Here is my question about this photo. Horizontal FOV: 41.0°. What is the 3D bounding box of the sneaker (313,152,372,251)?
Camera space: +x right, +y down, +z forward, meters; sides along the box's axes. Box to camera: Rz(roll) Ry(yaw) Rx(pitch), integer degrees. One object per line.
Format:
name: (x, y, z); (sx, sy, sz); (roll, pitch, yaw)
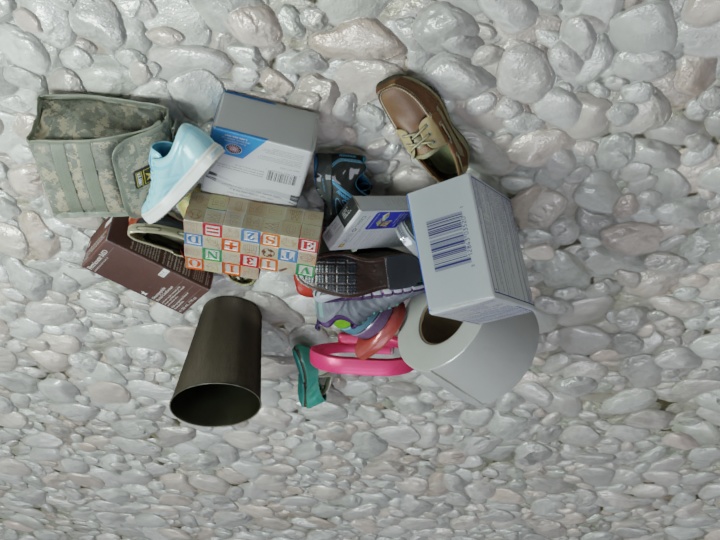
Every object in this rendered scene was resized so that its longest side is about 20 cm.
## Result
sneaker: (-0.020, -0.101, 1.488); (0.081, 0.073, 0.200); (-5, 143, 4)

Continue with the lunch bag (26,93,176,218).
lunch bag: (-0.364, -0.164, 1.413); (0.199, 0.118, 0.164); (-1, 142, -2)

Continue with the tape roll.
tape roll: (0.181, 0.106, 1.624); (0.202, 0.203, 0.139); (-29, 132, 35)

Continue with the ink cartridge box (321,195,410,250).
ink cartridge box: (0.042, -0.075, 1.495); (0.199, 0.037, 0.095); (-2, 144, -42)

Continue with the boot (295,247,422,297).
boot: (0.000, 0.000, 1.531); (0.199, 0.097, 0.075); (0, 98, 3)

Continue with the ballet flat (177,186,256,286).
ballet flat: (-0.224, -0.051, 1.551); (0.070, 0.071, 0.200); (-16, 126, 25)

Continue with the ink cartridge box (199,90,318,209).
ink cartridge box: (-0.155, -0.152, 1.426); (0.146, 0.086, 0.200); (13, 142, -8)

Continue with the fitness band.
fitness band: (0.007, 0.154, 1.755); (0.199, 0.144, 0.038); (2, 106, 3)

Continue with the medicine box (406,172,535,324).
medicine box: (0.166, -0.025, 1.418); (0.103, 0.183, 0.200); (-16, 165, 23)

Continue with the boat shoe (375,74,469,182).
boat shoe: (0.094, -0.192, 1.357); (0.075, 0.074, 0.200); (-23, 134, 30)

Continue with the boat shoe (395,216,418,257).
boat shoe: (0.123, -0.039, 1.530); (0.057, 0.069, 0.200); (-37, 151, 13)

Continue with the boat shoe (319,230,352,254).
boat shoe: (-0.110, -0.048, 1.563); (0.199, 0.075, 0.066); (22, 141, -19)

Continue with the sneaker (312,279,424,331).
sneaker: (0.016, 0.048, 1.584); (0.199, 0.074, 0.088); (-5, 118, -15)

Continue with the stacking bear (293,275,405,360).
stacking bear: (-0.031, 0.043, 1.647); (0.200, 0.122, 0.114); (36, 135, -23)

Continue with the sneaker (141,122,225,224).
sneaker: (-0.270, -0.143, 1.370); (0.082, 0.074, 0.200); (46, 130, -8)

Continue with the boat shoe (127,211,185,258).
boat shoe: (-0.290, -0.048, 1.593); (0.199, 0.063, 0.071); (25, 136, -26)

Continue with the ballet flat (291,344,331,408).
ballet flat: (-0.093, 0.200, 1.894); (0.070, 0.068, 0.200); (-17, 143, -12)

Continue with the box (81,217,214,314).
box: (-0.357, -0.013, 1.637); (0.200, 0.075, 0.100); (29, 136, -25)

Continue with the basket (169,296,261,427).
basket: (-0.247, 0.159, 1.736); (0.180, 0.201, 0.136); (-22, 134, 29)

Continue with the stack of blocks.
stack of blocks: (-0.160, -0.045, 1.444); (0.199, 0.059, 0.115); (9, 142, -1)
